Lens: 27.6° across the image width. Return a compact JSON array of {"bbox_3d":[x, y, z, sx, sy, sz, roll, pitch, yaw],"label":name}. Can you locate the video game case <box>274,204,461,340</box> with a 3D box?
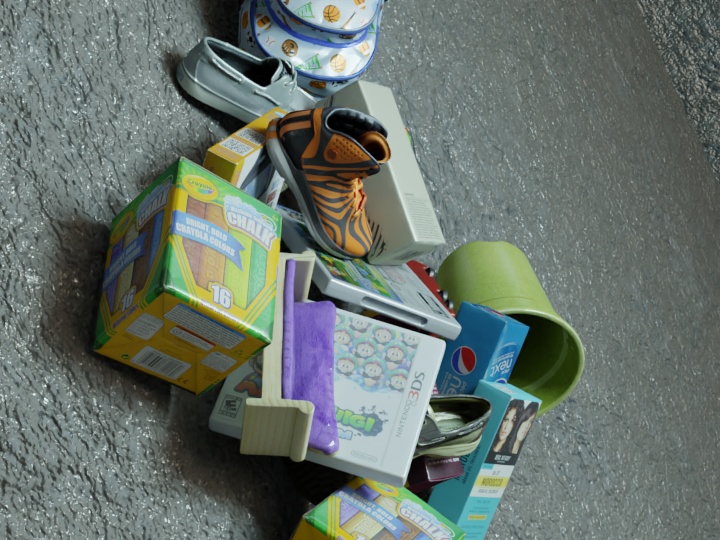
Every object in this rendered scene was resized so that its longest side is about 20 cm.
[{"bbox_3d":[0.000,0.000,1.640,0.182,0.022,0.200,21,17,-31],"label":"video game case"}]

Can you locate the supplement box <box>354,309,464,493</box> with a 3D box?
[{"bbox_3d":[0.023,0.151,1.626,0.085,0.110,0.201,4,65,-59],"label":"supplement box"}]

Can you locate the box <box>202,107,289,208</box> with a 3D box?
[{"bbox_3d":[-0.120,-0.097,1.565,0.041,0.120,0.200,26,28,12],"label":"box"}]

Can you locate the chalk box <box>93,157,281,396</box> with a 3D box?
[{"bbox_3d":[-0.158,-0.010,1.378,0.124,0.124,0.201,27,46,-30],"label":"chalk box"}]

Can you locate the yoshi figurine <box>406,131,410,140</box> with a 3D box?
[{"bbox_3d":[0.016,-0.122,1.804,0.112,0.112,0.201,34,41,-30],"label":"yoshi figurine"}]

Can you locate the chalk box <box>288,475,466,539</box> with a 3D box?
[{"bbox_3d":[0.012,0.286,1.441,0.123,0.125,0.200,34,24,17],"label":"chalk box"}]

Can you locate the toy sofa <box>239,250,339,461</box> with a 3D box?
[{"bbox_3d":[-0.064,0.080,1.419,0.083,0.097,0.201,101,-9,-48],"label":"toy sofa"}]

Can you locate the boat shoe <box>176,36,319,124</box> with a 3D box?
[{"bbox_3d":[-0.108,-0.207,1.658,0.200,0.072,0.070,19,40,-32],"label":"boat shoe"}]

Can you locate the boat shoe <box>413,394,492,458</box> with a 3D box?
[{"bbox_3d":[0.053,0.156,1.507,0.200,0.066,0.072,0,41,-39],"label":"boat shoe"}]

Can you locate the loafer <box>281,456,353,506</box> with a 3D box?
[{"bbox_3d":[-0.051,0.148,1.536,0.067,0.076,0.201,-7,75,-55],"label":"loafer"}]

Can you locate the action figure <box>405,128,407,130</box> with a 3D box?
[{"bbox_3d":[0.025,-0.107,1.897,0.065,0.052,0.201,36,44,-35],"label":"action figure"}]

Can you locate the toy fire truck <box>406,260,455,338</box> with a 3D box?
[{"bbox_3d":[0.057,0.083,1.748,0.048,0.142,0.200,17,19,-20],"label":"toy fire truck"}]

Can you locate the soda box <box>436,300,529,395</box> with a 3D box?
[{"bbox_3d":[0.123,0.143,1.731,0.064,0.068,0.201,12,101,-56],"label":"soda box"}]

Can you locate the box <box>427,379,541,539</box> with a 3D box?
[{"bbox_3d":[0.136,0.230,1.700,0.082,0.049,0.201,14,100,-56],"label":"box"}]

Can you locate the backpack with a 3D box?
[{"bbox_3d":[-0.056,-0.299,1.744,0.199,0.154,0.192,10,73,-10],"label":"backpack"}]

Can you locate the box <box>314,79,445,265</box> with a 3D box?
[{"bbox_3d":[0.022,-0.110,1.672,0.082,0.068,0.201,5,64,-61],"label":"box"}]

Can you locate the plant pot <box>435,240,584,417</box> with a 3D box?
[{"bbox_3d":[0.172,0.066,1.898,0.200,0.200,0.185,44,23,-35],"label":"plant pot"}]

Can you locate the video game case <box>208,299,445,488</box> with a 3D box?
[{"bbox_3d":[-0.030,0.113,1.467,0.024,0.199,0.183,101,7,-48],"label":"video game case"}]

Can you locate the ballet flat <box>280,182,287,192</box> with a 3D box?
[{"bbox_3d":[-0.072,-0.148,1.756,0.200,0.067,0.076,-52,136,-53],"label":"ballet flat"}]

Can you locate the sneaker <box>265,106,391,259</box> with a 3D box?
[{"bbox_3d":[-0.010,-0.091,1.546,0.200,0.111,0.078,55,33,-41],"label":"sneaker"}]
